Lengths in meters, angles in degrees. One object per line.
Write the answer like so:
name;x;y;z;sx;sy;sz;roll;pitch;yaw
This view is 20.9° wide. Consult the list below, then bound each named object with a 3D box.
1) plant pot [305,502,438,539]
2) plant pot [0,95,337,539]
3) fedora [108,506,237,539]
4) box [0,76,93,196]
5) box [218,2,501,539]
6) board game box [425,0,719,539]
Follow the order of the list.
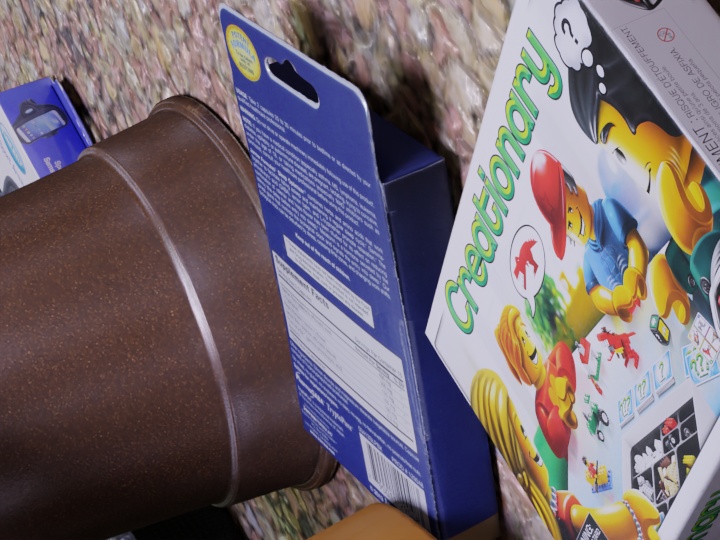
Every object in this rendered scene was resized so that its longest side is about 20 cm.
plant pot;-0.021;0.194;0.738;0.200;0.183;0.200;47;166;16
plant pot;-0.142;0.044;0.907;0.201;0.197;0.201;51;152;40
fedora;-0.120;0.182;1.123;0.200;0.091;0.202;40;142;42
box;-0.173;-0.018;1.141;0.120;0.041;0.201;58;159;27
box;0.000;0.000;0.746;0.121;0.032;0.202;39;146;52
board game box;0.076;0.009;0.568;0.127;0.034;0.201;58;156;27
